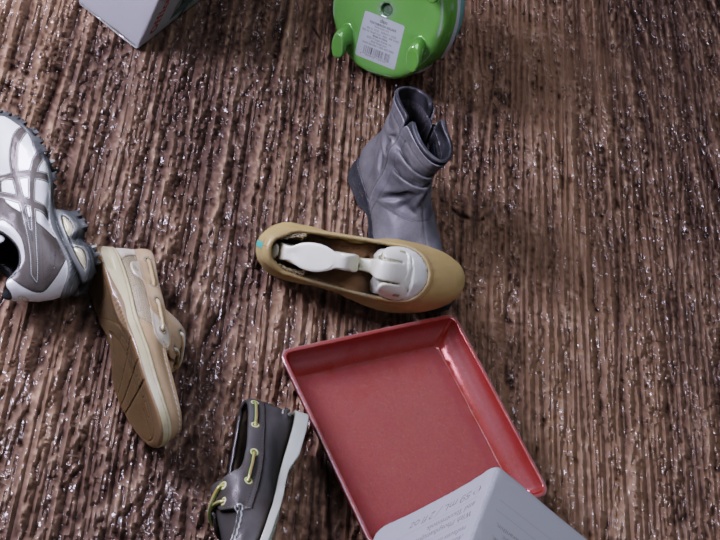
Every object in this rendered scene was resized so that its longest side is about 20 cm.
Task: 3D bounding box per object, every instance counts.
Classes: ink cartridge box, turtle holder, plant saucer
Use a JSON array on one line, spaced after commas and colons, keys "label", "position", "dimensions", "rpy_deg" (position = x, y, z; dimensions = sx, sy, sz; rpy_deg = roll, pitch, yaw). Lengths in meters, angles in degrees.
[{"label": "ink cartridge box", "position": [-0.183, -0.339, 1.638], "dimensions": [0.084, 0.146, 0.200], "rpy_deg": [38, 48, 3]}, {"label": "turtle holder", "position": [0.045, -0.304, 1.715], "dimensions": [0.132, 0.140, 0.187], "rpy_deg": [-30, 110, -57]}, {"label": "plant saucer", "position": [0.044, 0.147, 1.455], "dimensions": [0.199, 0.037, 0.201], "rpy_deg": [-11, 60, -33]}]

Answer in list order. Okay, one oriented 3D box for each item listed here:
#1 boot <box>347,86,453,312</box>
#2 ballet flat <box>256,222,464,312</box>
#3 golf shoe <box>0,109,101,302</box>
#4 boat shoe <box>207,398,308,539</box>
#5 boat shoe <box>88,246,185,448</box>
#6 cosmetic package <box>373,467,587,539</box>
[{"label": "boot", "position": [0.054, -0.070, 1.561], "dimensions": [0.069, 0.132, 0.201], "rpy_deg": [-10, 60, -33]}, {"label": "ballet flat", "position": [0.000, 0.000, 1.494], "dimensions": [0.199, 0.063, 0.069], "rpy_deg": [8, 90, -2]}, {"label": "golf shoe", "position": [-0.308, -0.058, 1.404], "dimensions": [0.094, 0.078, 0.200], "rpy_deg": [-18, 60, -30]}, {"label": "boat shoe", "position": [-0.096, 0.189, 1.330], "dimensions": [0.060, 0.072, 0.202], "rpy_deg": [22, 41, -5]}, {"label": "boat shoe", "position": [-0.181, 0.059, 1.382], "dimensions": [0.064, 0.071, 0.201], "rpy_deg": [-4, 56, -28]}, {"label": "cosmetic package", "position": [0.088, 0.299, 1.250], "dimensions": [0.166, 0.167, 0.200], "rpy_deg": [40, 45, -13]}]
